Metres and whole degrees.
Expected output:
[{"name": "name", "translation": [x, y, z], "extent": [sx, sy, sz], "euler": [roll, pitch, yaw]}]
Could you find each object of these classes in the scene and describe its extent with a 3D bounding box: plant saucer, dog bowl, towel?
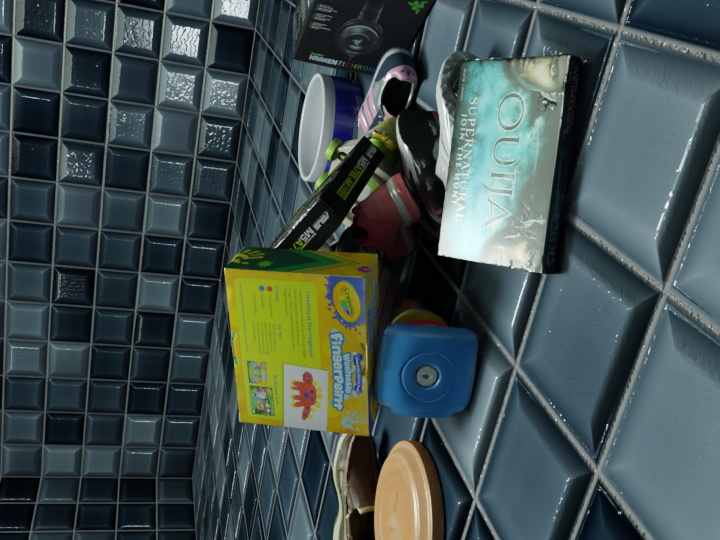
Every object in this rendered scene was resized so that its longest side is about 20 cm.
[{"name": "plant saucer", "translation": [0.056, 0.327, 1.015], "extent": [0.200, 0.032, 0.205], "euler": [-174, 90, -72]}, {"name": "dog bowl", "translation": [-0.059, -0.268, 1.480], "extent": [0.200, 0.077, 0.204], "euler": [-175, 90, -73]}, {"name": "towel", "translation": [0.006, 0.065, 1.050], "extent": [0.200, 0.029, 0.149], "euler": [42, -118, -69]}]

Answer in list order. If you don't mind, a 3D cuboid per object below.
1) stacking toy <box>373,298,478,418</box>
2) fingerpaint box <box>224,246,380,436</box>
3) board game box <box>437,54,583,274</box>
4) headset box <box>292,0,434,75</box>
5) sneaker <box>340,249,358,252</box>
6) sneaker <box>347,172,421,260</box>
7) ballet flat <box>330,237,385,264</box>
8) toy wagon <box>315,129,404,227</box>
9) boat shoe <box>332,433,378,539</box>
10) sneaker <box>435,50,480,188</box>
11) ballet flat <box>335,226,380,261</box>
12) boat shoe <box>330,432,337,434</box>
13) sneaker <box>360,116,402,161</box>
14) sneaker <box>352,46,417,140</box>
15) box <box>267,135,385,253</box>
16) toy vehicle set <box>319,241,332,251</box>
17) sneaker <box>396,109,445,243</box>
[{"name": "stacking toy", "translation": [0.069, 0.084, 0.955], "extent": [0.201, 0.114, 0.112], "euler": [-98, 13, -69]}, {"name": "fingerpaint box", "translation": [-0.062, 0.081, 0.903], "extent": [0.074, 0.163, 0.204], "euler": [-60, -30, -63]}, {"name": "board game box", "translation": [0.145, -0.106, 0.766], "extent": [0.134, 0.028, 0.204], "euler": [12, 98, 47]}, {"name": "headset box", "translation": [0.003, -0.400, 1.161], "extent": [0.200, 0.171, 0.094], "euler": [129, 143, -58]}, {"name": "sneaker", "translation": [-0.073, 0.045, 1.070], "extent": [0.079, 0.196, 0.091], "euler": [-122, 18, -61]}, {"name": "sneaker", "translation": [0.022, -0.059, 0.985], "extent": [0.200, 0.086, 0.075], "euler": [84, 162, -73]}, {"name": "ballet flat", "translation": [-0.002, -0.029, 1.261], "extent": [0.200, 0.056, 0.068], "euler": [173, 100, -72]}, {"name": "toy wagon", "translation": [0.018, -0.124, 1.091], "extent": [0.040, 0.154, 0.201], "euler": [-46, -12, -37]}, {"name": "boat shoe", "translation": [0.005, 0.333, 1.134], "extent": [0.074, 0.073, 0.207], "euler": [12, 104, 60]}, {"name": "sneaker", "translation": [0.114, -0.155, 0.897], "extent": [0.099, 0.076, 0.204], "euler": [129, 144, -66]}, {"name": "ballet flat", "translation": [0.000, 0.000, 1.162], "extent": [0.066, 0.069, 0.203], "euler": [-89, -4, -50]}, {"name": "boat shoe", "translation": [-0.023, 0.202, 1.258], "extent": [0.069, 0.071, 0.201], "euler": [59, 140, 27]}, {"name": "sneaker", "translation": [0.036, -0.145, 1.170], "extent": [0.091, 0.077, 0.202], "euler": [-56, -14, -37]}, {"name": "sneaker", "translation": [0.034, -0.231, 1.178], "extent": [0.083, 0.069, 0.202], "euler": [-100, 21, -50]}, {"name": "box", "translation": [-0.064, -0.059, 0.992], "extent": [0.200, 0.047, 0.194], "euler": [-45, 8, 33]}, {"name": "toy vehicle set", "translation": [-0.042, 0.026, 1.216], "extent": [0.200, 0.026, 0.127], "euler": [87, 167, -88]}, {"name": "sneaker", "translation": [0.080, -0.120, 0.991], "extent": [0.087, 0.079, 0.203], "euler": [109, 161, -49]}]
